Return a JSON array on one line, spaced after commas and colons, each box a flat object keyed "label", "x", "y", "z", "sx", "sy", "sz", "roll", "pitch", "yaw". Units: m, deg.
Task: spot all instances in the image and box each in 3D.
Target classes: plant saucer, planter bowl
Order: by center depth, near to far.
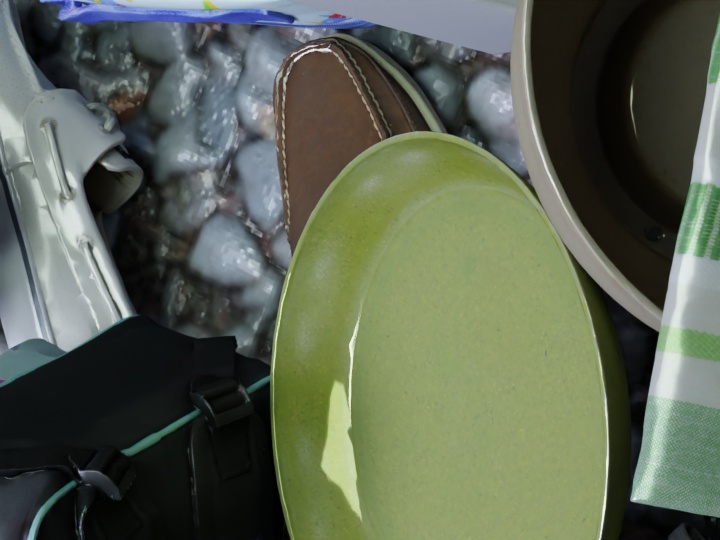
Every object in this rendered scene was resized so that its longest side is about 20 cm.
[{"label": "planter bowl", "x": 0.137, "y": -0.061, "z": 0.960, "sx": 0.199, "sy": 0.135, "sz": 0.201, "roll": 1, "pitch": 86, "yaw": -8}, {"label": "plant saucer", "x": 0.034, "y": 0.052, "z": 1.029, "sx": 0.200, "sy": 0.031, "sz": 0.201, "roll": 7, "pitch": 98, "yaw": 56}]

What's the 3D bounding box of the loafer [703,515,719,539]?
[{"label": "loafer", "x": 0.151, "y": 0.018, "z": 1.052, "sx": 0.068, "sy": 0.070, "sz": 0.201, "roll": 117, "pitch": 150, "yaw": -62}]

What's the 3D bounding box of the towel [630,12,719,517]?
[{"label": "towel", "x": 0.169, "y": -0.017, "z": 0.883, "sx": 0.152, "sy": 0.023, "sz": 0.201, "roll": 11, "pitch": 85, "yaw": -7}]

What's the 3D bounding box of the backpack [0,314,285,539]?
[{"label": "backpack", "x": -0.114, "y": 0.133, "z": 1.141, "sx": 0.153, "sy": 0.176, "sz": 0.201, "roll": 11, "pitch": 116, "yaw": 32}]

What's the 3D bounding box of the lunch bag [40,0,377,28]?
[{"label": "lunch bag", "x": -0.064, "y": -0.177, "z": 1.201, "sx": 0.199, "sy": 0.082, "sz": 0.161, "roll": 5, "pitch": 87, "yaw": 34}]

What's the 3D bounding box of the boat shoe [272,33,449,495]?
[{"label": "boat shoe", "x": 0.005, "y": -0.003, "z": 1.141, "sx": 0.075, "sy": 0.075, "sz": 0.203, "roll": -30, "pitch": 69, "yaw": 28}]

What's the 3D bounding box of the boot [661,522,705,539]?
[{"label": "boot", "x": 0.095, "y": 0.133, "z": 1.077, "sx": 0.200, "sy": 0.074, "sz": 0.096, "roll": 26, "pitch": 94, "yaw": 25}]

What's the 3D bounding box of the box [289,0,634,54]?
[{"label": "box", "x": 0.050, "y": -0.187, "z": 1.071, "sx": 0.124, "sy": 0.097, "sz": 0.201, "roll": -177, "pitch": 99, "yaw": -72}]

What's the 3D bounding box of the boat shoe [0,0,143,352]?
[{"label": "boat shoe", "x": -0.126, "y": -0.039, "z": 1.247, "sx": 0.070, "sy": 0.071, "sz": 0.201, "roll": -17, "pitch": 70, "yaw": 3}]
